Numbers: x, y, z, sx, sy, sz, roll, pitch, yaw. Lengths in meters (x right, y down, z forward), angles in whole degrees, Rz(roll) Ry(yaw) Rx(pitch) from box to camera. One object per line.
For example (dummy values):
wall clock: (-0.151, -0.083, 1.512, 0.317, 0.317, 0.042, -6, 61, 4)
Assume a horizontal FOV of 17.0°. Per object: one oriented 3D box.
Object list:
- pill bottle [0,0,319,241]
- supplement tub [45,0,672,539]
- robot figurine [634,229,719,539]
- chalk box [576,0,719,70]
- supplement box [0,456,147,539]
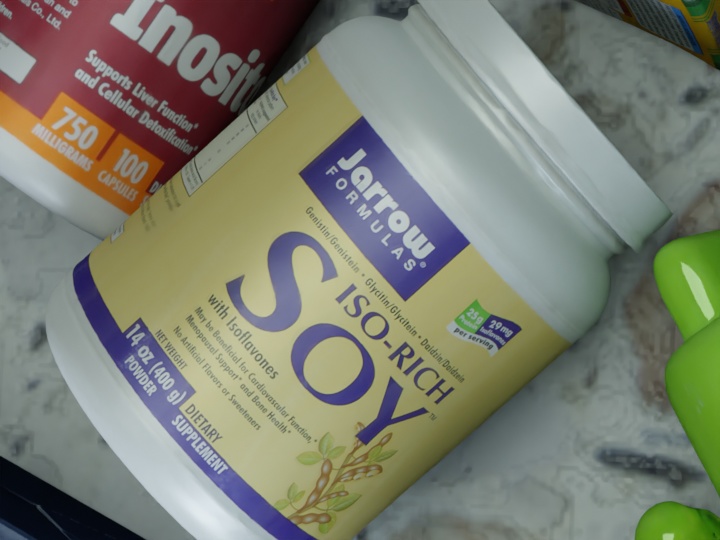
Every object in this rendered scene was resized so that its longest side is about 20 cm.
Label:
pill bottle: (-0.074, -0.118, 0.935, 0.113, 0.113, 0.201, 35, 93, 17)
supplement tub: (0.000, 0.000, 0.882, 0.200, 0.145, 0.146, -42, 74, 7)
robot figurine: (0.182, 0.064, 0.838, 0.175, 0.115, 0.201, -35, 75, 35)
chalk box: (0.119, -0.198, 0.887, 0.123, 0.125, 0.201, 27, 91, 17)
supplement box: (-0.192, 0.164, 0.918, 0.199, 0.134, 0.201, 27, 90, 17)
